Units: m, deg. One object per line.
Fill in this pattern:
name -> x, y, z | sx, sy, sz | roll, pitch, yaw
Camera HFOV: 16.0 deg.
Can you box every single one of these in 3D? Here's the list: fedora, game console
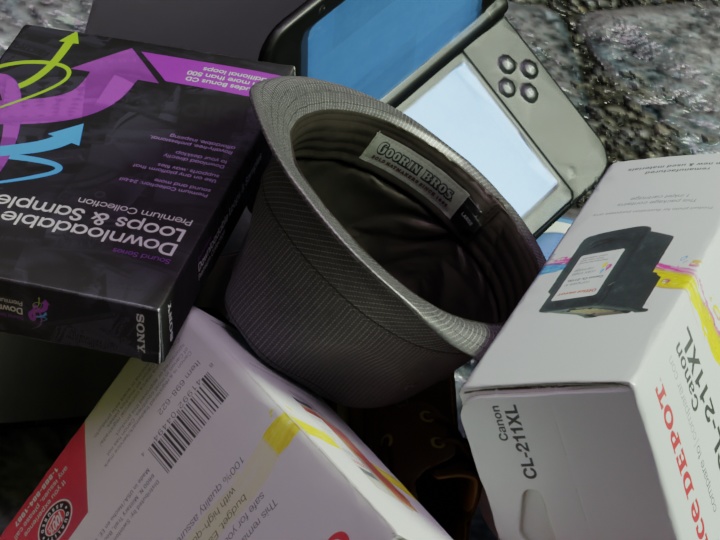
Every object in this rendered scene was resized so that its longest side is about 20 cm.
fedora -> 0.000, 0.000, 1.158 | 0.177, 0.090, 0.200 | 48, 23, 11
game console -> 0.044, -0.083, 1.324 | 0.200, 0.116, 0.176 | -41, 95, -30

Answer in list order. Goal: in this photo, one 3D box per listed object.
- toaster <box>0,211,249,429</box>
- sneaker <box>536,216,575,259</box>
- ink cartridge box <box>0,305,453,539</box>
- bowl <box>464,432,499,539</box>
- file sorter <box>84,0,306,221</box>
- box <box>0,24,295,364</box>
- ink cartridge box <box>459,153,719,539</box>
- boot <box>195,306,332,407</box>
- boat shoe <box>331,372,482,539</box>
toaster -> -0.166, -0.012, 1.269 | 0.180, 0.119, 0.200 | -5, 46, -27
sneaker -> 0.165, 0.021, 1.415 | 0.199, 0.074, 0.082 | 1, 39, -10
ink cartridge box -> -0.051, 0.129, 1.090 | 0.083, 0.145, 0.200 | 33, 7, -41
bowl -> 0.114, 0.089, 1.268 | 0.201, 0.090, 0.202 | 29, 55, -50
file sorter -> -0.060, -0.142, 1.400 | 0.138, 0.201, 0.125 | 27, 38, 7
box -> -0.125, -0.040, 1.170 | 0.142, 0.036, 0.200 | 10, 39, 12
ink cartridge box -> 0.132, 0.060, 1.131 | 0.082, 0.146, 0.200 | -4, 29, 29
boot -> -0.056, 0.078, 1.265 | 0.075, 0.097, 0.200 | 46, 17, 32
boat shoe -> 0.029, 0.098, 1.218 | 0.072, 0.067, 0.201 | 35, 49, -43
